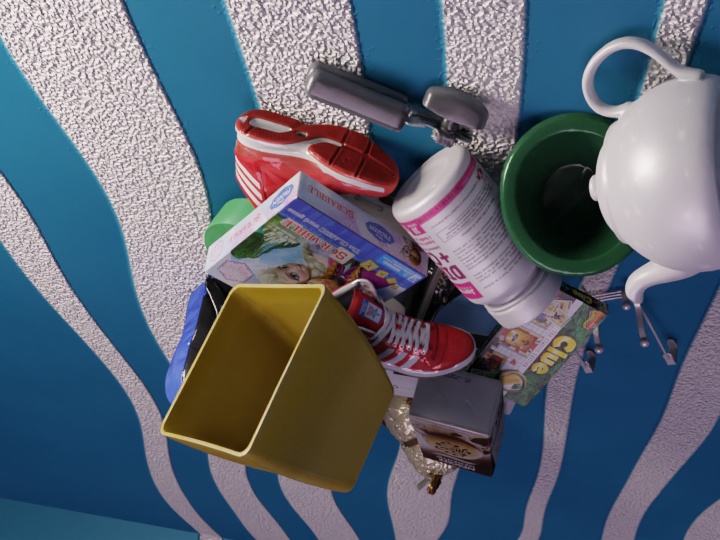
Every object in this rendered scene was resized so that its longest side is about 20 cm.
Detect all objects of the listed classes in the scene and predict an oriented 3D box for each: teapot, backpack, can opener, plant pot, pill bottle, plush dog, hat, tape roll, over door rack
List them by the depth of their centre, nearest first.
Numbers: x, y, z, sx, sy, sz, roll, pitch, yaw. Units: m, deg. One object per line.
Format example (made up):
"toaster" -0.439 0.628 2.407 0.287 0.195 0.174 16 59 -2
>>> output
"teapot" 0.294 -0.094 0.926 0.144 0.204 0.197 -3 158 35
"can opener" 0.038 -0.183 1.009 0.196 0.053 0.067 15 117 -10
"pill bottle" 0.138 -0.035 1.095 0.200 0.114 0.113 46 140 -18
"plant pot" -0.079 0.149 1.099 0.176 0.203 0.198 38 157 -31
"hat" 0.248 -0.087 1.100 0.163 0.204 0.176 -15 -170 12
"tape roll" -0.120 -0.010 1.292 0.198 0.049 0.202 26 151 15
"over door rack" 0.355 0.100 1.356 0.146 0.068 0.200 -10 144 35
"backpack" -0.221 0.146 1.509 0.160 0.203 0.168 21 150 -19
"plush dog" 0.111 0.297 1.737 0.172 0.161 0.199 48 140 -9

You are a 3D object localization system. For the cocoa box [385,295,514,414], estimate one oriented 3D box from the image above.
"cocoa box" 0.140 0.111 1.385 0.196 0.133 0.134 9 150 4

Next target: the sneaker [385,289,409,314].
"sneaker" 0.000 0.000 1.318 0.198 0.085 0.075 34 153 13

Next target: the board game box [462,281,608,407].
"board game box" 0.224 0.094 1.234 0.103 0.024 0.201 23 129 -10

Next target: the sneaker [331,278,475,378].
"sneaker" 0.043 0.069 1.138 0.195 0.072 0.113 4 148 6

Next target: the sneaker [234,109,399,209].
"sneaker" -0.056 -0.108 1.109 0.197 0.079 0.117 23 135 7

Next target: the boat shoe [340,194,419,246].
"boat shoe" 0.009 -0.088 1.161 0.197 0.071 0.071 28 112 2

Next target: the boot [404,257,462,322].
"boot" 0.149 0.019 1.214 0.151 0.074 0.207 14 115 -13

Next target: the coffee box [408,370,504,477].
"coffee box" 0.138 0.211 1.315 0.111 0.081 0.201 12 156 16

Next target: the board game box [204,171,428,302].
"board game box" -0.055 -0.010 1.140 0.198 0.042 0.199 30 138 -27
